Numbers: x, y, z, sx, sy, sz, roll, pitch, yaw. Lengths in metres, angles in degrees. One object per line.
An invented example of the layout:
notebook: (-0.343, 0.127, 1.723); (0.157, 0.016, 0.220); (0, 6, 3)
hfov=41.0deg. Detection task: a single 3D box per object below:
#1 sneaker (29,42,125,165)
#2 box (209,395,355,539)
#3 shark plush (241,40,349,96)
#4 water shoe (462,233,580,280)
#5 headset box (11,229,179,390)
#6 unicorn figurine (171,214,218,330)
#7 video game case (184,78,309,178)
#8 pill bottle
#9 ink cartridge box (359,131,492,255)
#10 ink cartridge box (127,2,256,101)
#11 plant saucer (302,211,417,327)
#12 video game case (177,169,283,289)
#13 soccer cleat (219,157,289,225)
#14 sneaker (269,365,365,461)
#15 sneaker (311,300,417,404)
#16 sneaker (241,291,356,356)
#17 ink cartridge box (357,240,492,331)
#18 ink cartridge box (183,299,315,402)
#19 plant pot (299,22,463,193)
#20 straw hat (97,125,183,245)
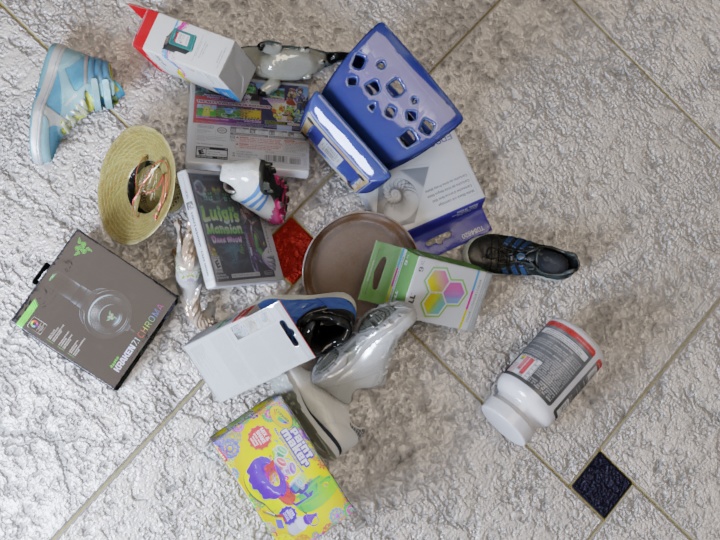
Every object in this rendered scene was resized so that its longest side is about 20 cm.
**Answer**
sneaker: (-0.448, -0.257, 1.536); (0.130, 0.080, 0.201); (11, 81, -8)
box: (-0.124, 0.305, 1.461); (0.122, 0.193, 0.201); (-33, 89, -13)
shark plush: (-0.108, -0.366, 1.618); (0.199, 0.083, 0.091); (-18, 123, -11)
water shoe: (0.275, -0.028, 1.642); (0.199, 0.079, 0.072); (6, 81, -10)
headset box: (-0.411, 0.059, 1.491); (0.200, 0.093, 0.175); (35, 77, -4)
unicorn figurine: (-0.263, 0.009, 1.516); (0.073, 0.200, 0.138); (-13, 62, 1)
video game case: (-0.183, -0.238, 1.584); (0.199, 0.023, 0.183); (4, 61, -10)
pill bottle: (0.300, 0.185, 1.598); (0.116, 0.116, 0.200); (45, 77, -2)
ink cartridge box: (0.107, -0.124, 1.643); (0.199, 0.041, 0.201); (-25, 87, -13)
ink cartridge box: (-0.280, -0.349, 1.539); (0.199, 0.116, 0.068); (23, 85, 14)
plant saucer: (0.000, 0.000, 1.586); (0.199, 0.032, 0.202); (-3, 103, -12)
video game case: (-0.199, -0.065, 1.511); (0.023, 0.200, 0.183); (-18, 85, 26)
soccer cleat: (-0.166, -0.128, 1.522); (0.086, 0.200, 0.070); (3, 73, 8)
sneaker: (-0.075, 0.207, 1.554); (0.080, 0.076, 0.201); (-35, 94, -26)
sneaker: (0.021, 0.132, 1.527); (0.200, 0.078, 0.099); (-41, 114, 10)
sneaker: (-0.105, 0.089, 1.516); (0.199, 0.111, 0.077); (-6, 111, 3)
ink cartridge box: (0.107, 0.026, 1.569); (0.199, 0.059, 0.104); (13, 100, -27)
ink cartridge box: (-0.165, 0.117, 1.484); (0.199, 0.050, 0.109); (-26, 102, 27)
plant pot: (0.017, -0.240, 1.525); (0.180, 0.200, 0.200); (-43, 95, -8)
straw hat: (-0.324, -0.129, 1.526); (0.085, 0.200, 0.202); (6, 78, -49)
